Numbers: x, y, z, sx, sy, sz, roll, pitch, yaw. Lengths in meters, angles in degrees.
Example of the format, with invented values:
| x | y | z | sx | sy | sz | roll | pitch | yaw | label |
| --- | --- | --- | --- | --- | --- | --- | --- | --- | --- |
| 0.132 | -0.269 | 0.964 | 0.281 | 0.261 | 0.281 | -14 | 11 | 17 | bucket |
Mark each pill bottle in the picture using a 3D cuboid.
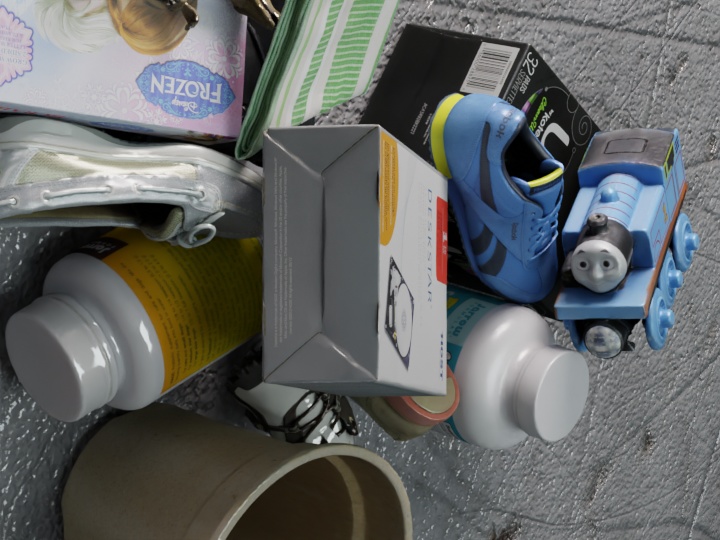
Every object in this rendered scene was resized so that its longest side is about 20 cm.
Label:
| x | y | z | sx | sy | sz | roll | pitch | yaw | label |
| --- | --- | --- | --- | --- | --- | --- | --- | --- | --- |
| 0.073 | 0.069 | 1.409 | 0.110 | 0.199 | 0.112 | -21 | 118 | -46 | pill bottle |
| -0.130 | 0.018 | 1.211 | 0.200 | 0.109 | 0.110 | -33 | 126 | -36 | pill bottle |

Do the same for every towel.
| x | y | z | sx | sy | sz | roll | pitch | yaw | label |
| --- | --- | --- | --- | --- | --- | --- | --- | --- | --- |
| -0.013 | -0.159 | 1.190 | 0.153 | 0.023 | 0.200 | -68 | 169 | 23 | towel |

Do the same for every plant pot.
| x | y | z | sx | sy | sz | roll | pitch | yaw | label |
| --- | --- | --- | --- | --- | --- | --- | --- | --- | --- |
| -0.099 | 0.181 | 1.244 | 0.200 | 0.183 | 0.202 | -22 | 122 | -40 | plant pot |

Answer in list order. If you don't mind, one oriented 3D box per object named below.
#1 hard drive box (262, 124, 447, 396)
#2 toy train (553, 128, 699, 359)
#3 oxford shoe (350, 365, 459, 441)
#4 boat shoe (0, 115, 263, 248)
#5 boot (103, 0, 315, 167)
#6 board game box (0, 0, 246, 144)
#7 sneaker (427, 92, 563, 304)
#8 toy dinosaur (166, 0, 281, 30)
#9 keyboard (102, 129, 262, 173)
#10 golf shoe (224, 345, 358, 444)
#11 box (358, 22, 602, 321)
| x | y | z | sx | sy | sz | roll | pitch | yaw | label |
| --- | --- | --- | --- | --- | --- | --- | --- | --- | --- |
| 0.000 | 0.000 | 1.194 | 0.200 | 0.076 | 0.157 | 21 | 68 | -75 | hard drive box |
| 0.197 | -0.021 | 1.390 | 0.200 | 0.086 | 0.115 | -59 | 140 | -51 | toy train |
| -0.016 | 0.043 | 1.348 | 0.071 | 0.074 | 0.200 | -31 | 81 | -40 | oxford shoe |
| -0.140 | -0.042 | 1.124 | 0.201 | 0.074 | 0.065 | 13 | 68 | -37 | boat shoe |
| -0.087 | -0.166 | 1.229 | 0.168 | 0.076 | 0.202 | 5 | 102 | -53 | boot |
| -0.156 | -0.186 | 1.101 | 0.199 | 0.041 | 0.201 | 5 | 86 | -39 | board game box |
| 0.114 | -0.042 | 1.322 | 0.066 | 0.078 | 0.201 | -53 | 138 | -27 | sneaker |
| -0.116 | -0.216 | 1.085 | 0.101 | 0.058 | 0.201 | -53 | 127 | -45 | toy dinosaur |
| -0.108 | -0.072 | 1.294 | 0.199 | 0.011 | 0.057 | -5 | 101 | -50 | keyboard |
| -0.037 | 0.094 | 1.304 | 0.078 | 0.095 | 0.200 | -42 | 166 | -6 | golf shoe |
| 0.099 | -0.075 | 1.452 | 0.200 | 0.124 | 0.149 | 41 | 70 | -50 | box |
